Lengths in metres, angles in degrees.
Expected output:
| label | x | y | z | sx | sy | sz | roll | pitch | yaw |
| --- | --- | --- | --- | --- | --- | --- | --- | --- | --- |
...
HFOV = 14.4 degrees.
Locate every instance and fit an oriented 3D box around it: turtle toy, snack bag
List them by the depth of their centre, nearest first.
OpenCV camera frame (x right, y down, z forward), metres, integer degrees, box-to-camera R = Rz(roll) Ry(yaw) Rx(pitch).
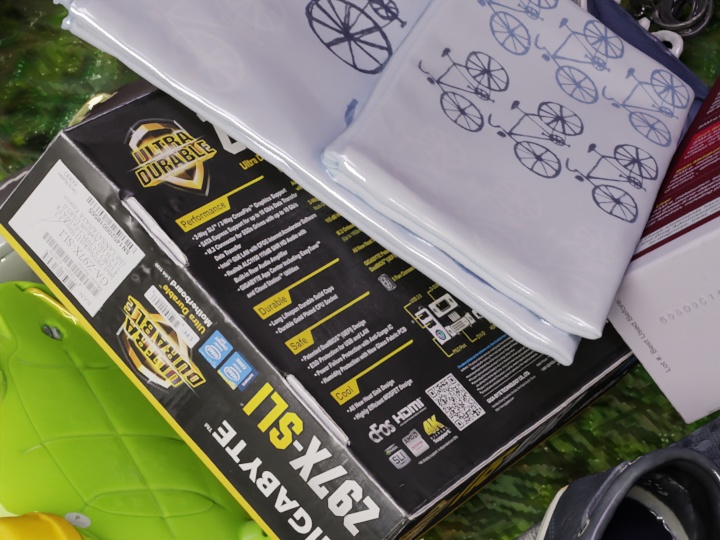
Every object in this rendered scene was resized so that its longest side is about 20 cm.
| label | x | y | z | sx | sy | sz | roll | pitch | yaw |
| --- | --- | --- | --- | --- | --- | --- | --- | --- | --- |
| turtle toy | -0.101 | 0.072 | 0.900 | 0.146 | 0.101 | 0.200 | 4 | 41 | -42 |
| snack bag | 0.014 | -0.072 | 0.959 | 0.200 | 0.021 | 0.189 | 34 | 34 | -2 |

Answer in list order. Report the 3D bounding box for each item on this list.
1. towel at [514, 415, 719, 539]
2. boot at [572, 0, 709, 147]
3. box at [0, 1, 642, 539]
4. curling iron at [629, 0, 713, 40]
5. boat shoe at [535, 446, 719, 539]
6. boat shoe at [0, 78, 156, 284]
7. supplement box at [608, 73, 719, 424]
| label | x | y | z | sx | sy | sz | roll | pitch | yaw |
| --- | --- | --- | --- | --- | --- | --- | --- | --- | --- |
| towel | 0.154 | 0.109 | 0.877 | 0.192 | 0.035 | 0.200 | -31 | 39 | 9 |
| boot | 0.082 | -0.086 | 1.106 | 0.090 | 0.073 | 0.200 | 5 | 54 | -13 |
| box | 0.000 | 0.000 | 0.930 | 0.160 | 0.049 | 0.200 | 46 | 34 | 9 |
| curling iron | 0.145 | -0.053 | 1.108 | 0.050 | 0.026 | 0.200 | -16 | 53 | 6 |
| boat shoe | 0.074 | 0.133 | 0.825 | 0.075 | 0.062 | 0.200 | 27 | 48 | -13 |
| boat shoe | -0.071 | -0.037 | 1.031 | 0.201 | 0.072 | 0.061 | -23 | 57 | -36 |
| supplement box | 0.165 | -0.039 | 0.994 | 0.061 | 0.109 | 0.200 | 52 | 37 | -13 |
